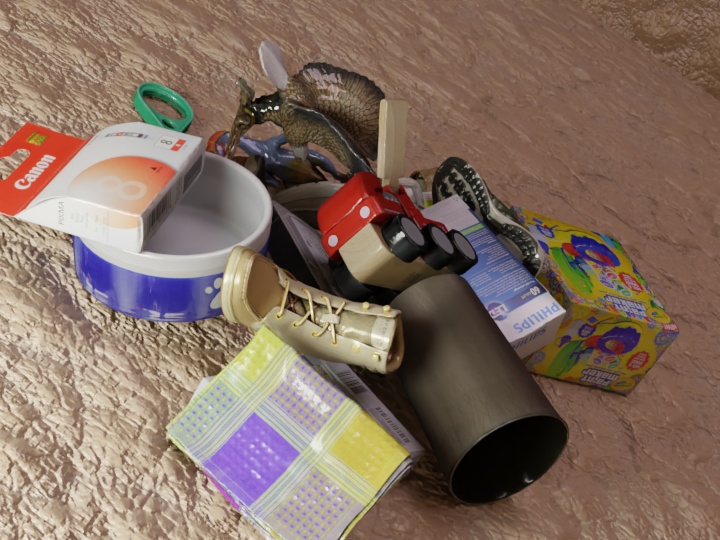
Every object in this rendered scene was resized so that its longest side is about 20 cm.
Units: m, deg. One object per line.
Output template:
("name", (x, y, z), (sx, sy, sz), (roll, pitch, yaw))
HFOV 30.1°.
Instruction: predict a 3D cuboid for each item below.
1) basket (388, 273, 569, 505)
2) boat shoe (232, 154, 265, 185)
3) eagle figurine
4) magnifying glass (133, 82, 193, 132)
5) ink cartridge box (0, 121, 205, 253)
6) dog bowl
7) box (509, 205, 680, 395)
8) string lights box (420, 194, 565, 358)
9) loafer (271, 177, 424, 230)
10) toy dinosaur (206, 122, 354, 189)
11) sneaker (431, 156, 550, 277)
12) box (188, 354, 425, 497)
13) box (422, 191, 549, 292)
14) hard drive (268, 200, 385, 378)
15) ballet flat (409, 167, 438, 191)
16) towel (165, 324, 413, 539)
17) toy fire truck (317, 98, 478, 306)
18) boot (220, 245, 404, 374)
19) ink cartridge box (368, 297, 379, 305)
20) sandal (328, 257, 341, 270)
("basket", (0.108, 0.115, 1.387), (0.201, 0.135, 0.181), (61, 1, 30))
("boat shoe", (-0.159, -0.075, 1.533), (0.071, 0.077, 0.201), (7, 25, 4))
("eagle figurine", (-0.049, -0.171, 1.559), (0.197, 0.154, 0.151), (9, -7, 0))
("magnifying glass", (-0.237, -0.173, 1.649), (0.079, 0.023, 0.201), (19, 31, -27))
("ink cartridge box", (-0.270, -0.101, 1.302), (0.197, 0.051, 0.163), (18, 36, 7))
("dog bowl", (-0.189, -0.039, 1.344), (0.197, 0.080, 0.201), (6, 35, -5))
("box", (0.276, 0.041, 1.760), (0.198, 0.123, 0.194), (14, 34, -34))
("string lights box", (0.129, 0.013, 1.530), (0.102, 0.059, 0.200), (-24, 60, -30))
("loafer", (-0.021, -0.067, 1.603), (0.197, 0.070, 0.071), (-5, 73, 2))
("toy dinosaur", (-0.105, -0.122, 1.696), (0.179, 0.106, 0.200), (23, -12, 5))
("sneaker", (0.161, -0.055, 1.635), (0.201, 0.077, 0.088), (54, 21, 25))
("box", (-0.048, 0.154, 1.303), (0.156, 0.041, 0.199), (45, 28, 22))
("box", (0.119, 0.005, 1.664), (0.112, 0.102, 0.200), (-6, 47, -51))
("hard drive", (-0.039, 0.017, 1.490), (0.139, 0.038, 0.201), (36, 18, -48))
("ballet flat", (0.090, -0.079, 1.832), (0.064, 0.072, 0.201), (3, 28, 0))
("towel", (-0.064, 0.157, 1.194), (0.200, 0.144, 0.023), (41, -14, 20))
("toy fire truck", (0.027, -0.077, 1.433), (0.175, 0.128, 0.202), (11, 44, -57))
("boot", (-0.041, 0.042, 1.279), (0.153, 0.074, 0.200), (13, -19, 18))
("ink cartridge box", (0.085, 0.080, 1.550), (0.103, 0.060, 0.200), (-6, 47, -52))
("sandal", (0.000, 0.001, 1.512), (0.077, 0.042, 0.200), (64, 12, 17))
